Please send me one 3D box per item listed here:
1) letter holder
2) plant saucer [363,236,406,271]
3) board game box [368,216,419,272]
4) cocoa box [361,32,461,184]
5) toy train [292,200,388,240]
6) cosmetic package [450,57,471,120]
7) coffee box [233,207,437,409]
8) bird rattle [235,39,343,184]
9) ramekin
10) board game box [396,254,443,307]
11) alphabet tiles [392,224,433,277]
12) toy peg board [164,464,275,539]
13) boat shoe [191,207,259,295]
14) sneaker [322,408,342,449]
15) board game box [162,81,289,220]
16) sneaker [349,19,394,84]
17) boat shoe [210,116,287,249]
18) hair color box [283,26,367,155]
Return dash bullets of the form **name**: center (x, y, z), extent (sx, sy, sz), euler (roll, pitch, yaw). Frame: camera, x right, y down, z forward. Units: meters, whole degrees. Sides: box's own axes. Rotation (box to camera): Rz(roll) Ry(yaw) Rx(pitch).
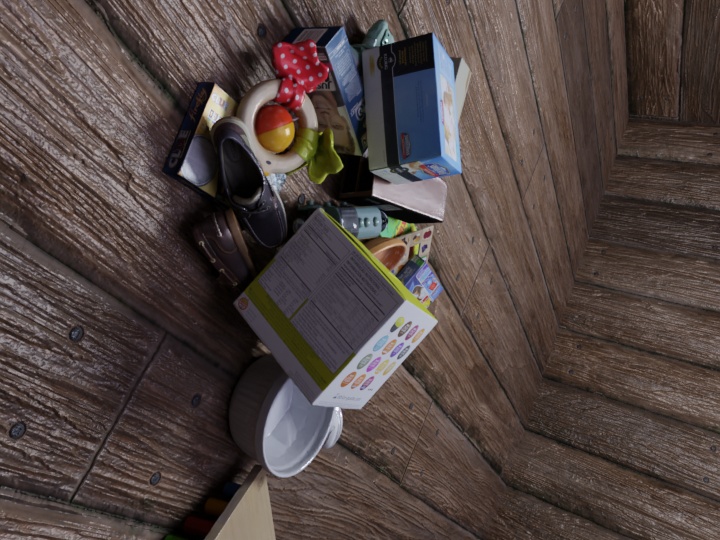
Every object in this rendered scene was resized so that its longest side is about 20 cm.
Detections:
- **letter holder**: center (0.072, -0.185, 1.162), extent (0.197, 0.099, 0.146), euler (14, 83, -40)
- **plant saucer**: center (0.000, 0.000, 1.147), extent (0.198, 0.038, 0.201), euler (-34, 164, -11)
- **board game box**: center (0.069, -0.082, 1.302), extent (0.103, 0.047, 0.201), euler (-62, 145, -22)
- **cocoa box**: center (0.089, -0.264, 1.009), extent (0.133, 0.128, 0.206), euler (8, 77, -66)
- **toy train**: center (-0.032, -0.082, 1.073), extent (0.198, 0.112, 0.088), euler (-8, 97, -56)
- **cosmetic package**: center (0.161, -0.351, 1.298), extent (0.071, 0.103, 0.205), euler (21, 85, -59)
- **coffee box**: center (-0.030, 0.066, 0.923), extent (0.198, 0.200, 0.199), euler (-47, 156, 5)
- **bird rattle**: center (-0.105, -0.221, 0.873), extent (0.161, 0.112, 0.204), euler (-30, 124, -28)
- **ramekin**: center (-0.137, 0.240, 1.044), extent (0.199, 0.103, 0.206), euler (-28, 124, -50)
- **board game box**: center (0.092, 0.078, 1.344), extent (0.201, 0.034, 0.136), euler (-48, 142, -5)
- **alphabet tiles**: center (0.074, 0.000, 1.301), extent (0.197, 0.008, 0.171), euler (-20, 132, -33)
- **toy peg board**: center (-0.235, 0.463, 1.006), extent (0.200, 0.095, 0.205), euler (-52, 144, -58)
- **boat shoe**: center (-0.194, -0.012, 0.903), extent (0.069, 0.071, 0.202), euler (-23, 140, -8)
- **sneaker**: center (-0.084, 0.261, 1.186), extent (0.098, 0.074, 0.206), euler (-10, 110, -36)
- **board game box**: center (-0.185, -0.160, 0.886), extent (0.199, 0.034, 0.139), euler (36, 71, -56)
- **sneaker**: center (-0.002, -0.394, 1.049), extent (0.200, 0.072, 0.121), euler (8, 101, -68)
- **boat shoe**: center (-0.155, -0.109, 0.836), extent (0.065, 0.070, 0.204), euler (-100, 174, -57)
- **hair color box**: center (-0.050, -0.291, 0.989), extent (0.061, 0.098, 0.202), euler (-56, 142, -30)
